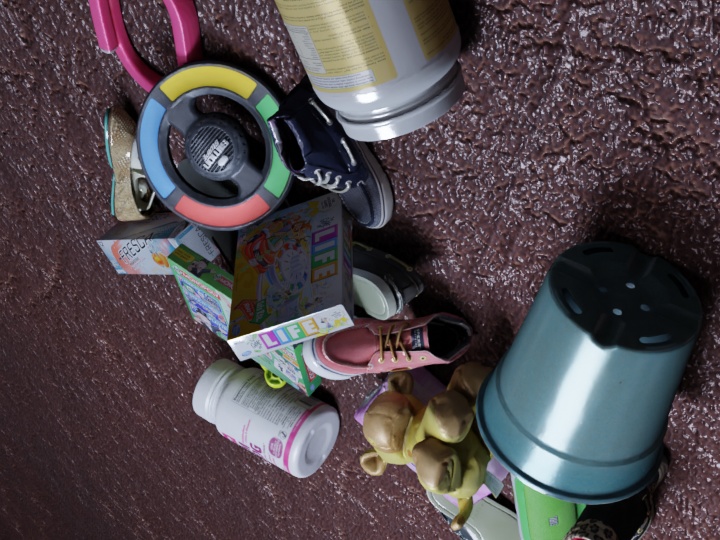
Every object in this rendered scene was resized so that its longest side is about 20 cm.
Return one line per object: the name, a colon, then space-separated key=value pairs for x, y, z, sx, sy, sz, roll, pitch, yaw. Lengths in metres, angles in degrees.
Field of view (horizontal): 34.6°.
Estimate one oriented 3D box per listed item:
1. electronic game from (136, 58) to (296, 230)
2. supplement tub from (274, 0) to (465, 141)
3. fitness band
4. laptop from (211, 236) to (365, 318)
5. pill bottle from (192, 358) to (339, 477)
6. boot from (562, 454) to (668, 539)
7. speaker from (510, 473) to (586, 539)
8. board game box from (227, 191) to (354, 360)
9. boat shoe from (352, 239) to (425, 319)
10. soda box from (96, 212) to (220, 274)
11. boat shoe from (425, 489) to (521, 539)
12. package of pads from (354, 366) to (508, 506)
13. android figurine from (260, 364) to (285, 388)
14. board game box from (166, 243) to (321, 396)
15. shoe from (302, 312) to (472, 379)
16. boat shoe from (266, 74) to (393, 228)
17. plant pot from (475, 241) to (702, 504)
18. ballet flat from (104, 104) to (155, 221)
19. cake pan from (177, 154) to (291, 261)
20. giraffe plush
electronic game: x=-0.166 y=-0.143 z=1.332 sx=0.200 sy=0.042 sz=0.200 roll=5 pitch=109 yaw=14
supplement tub: x=0.005 y=-0.233 z=1.038 sx=0.145 sy=0.145 sz=0.200 roll=6 pitch=131 yaw=42
fitness band: x=-0.249 y=-0.284 z=1.339 sx=0.144 sy=0.037 sz=0.200 roll=26 pitch=144 yaw=23
laptop: x=-0.079 y=0.040 z=1.474 sx=0.200 sy=0.103 sz=0.177 roll=1 pitch=159 yaw=9
pill bottle: x=-0.141 y=0.212 z=1.697 sx=0.200 sy=0.113 sz=0.113 roll=24 pitch=142 yaw=26
boot: x=0.284 y=0.301 z=1.328 sx=0.073 sy=0.151 sz=0.200 roll=30 pitch=144 yaw=19
speaker: x=0.231 y=0.275 z=1.414 sx=0.088 sy=0.088 sz=0.200 roll=18 pitch=139 yaw=32
board game box: x=-0.075 y=0.001 z=1.288 sx=0.134 sy=0.200 sz=0.034 roll=-18 pitch=128 yaw=13
boat shoe: x=0.000 y=0.000 z=1.363 sx=0.201 sy=0.061 sz=0.072 roll=31 pitch=143 yaw=52
soda box: x=-0.279 y=-0.038 z=1.603 sx=0.200 sy=0.068 sz=0.064 roll=-1 pitch=127 yaw=47
boat shoe: x=0.166 y=0.344 z=1.576 sx=0.199 sy=0.075 sz=0.066 roll=37 pitch=175 yaw=-6
package of pads: x=0.097 y=0.210 z=1.487 sx=0.200 sy=0.076 sz=0.121 roll=41 pitch=147 yaw=4
android figurine: x=-0.153 y=0.079 z=1.567 sx=0.182 sy=0.041 sz=0.200 roll=55 pitch=171 yaw=4
board game box: x=-0.138 y=0.060 z=1.387 sx=0.200 sy=0.029 sz=0.135 roll=31 pitch=153 yaw=26
shoe: x=0.035 y=0.081 z=1.331 sx=0.091 sy=0.200 sz=0.072 roll=-20 pitch=75 yaw=48
boat shoe: x=-0.036 y=-0.111 z=1.258 sx=0.075 sy=0.093 sz=0.200 roll=3 pitch=129 yaw=43
plant pot: x=0.231 y=0.090 z=1.134 sx=0.200 sy=0.200 sz=0.196 roll=30 pitch=136 yaw=19
ballet flat: x=-0.300 y=-0.140 z=1.537 sx=0.065 sy=0.071 sz=0.200 roll=9 pitch=144 yaw=1
cake pan: x=-0.159 y=-0.078 z=1.449 sx=0.200 sy=0.037 sz=0.200 roll=34 pitch=150 yaw=23
giraffe plush: x=0.075 y=0.188 z=1.360 sx=0.162 sy=0.173 sz=0.200 roll=19 pitch=145 yaw=32
